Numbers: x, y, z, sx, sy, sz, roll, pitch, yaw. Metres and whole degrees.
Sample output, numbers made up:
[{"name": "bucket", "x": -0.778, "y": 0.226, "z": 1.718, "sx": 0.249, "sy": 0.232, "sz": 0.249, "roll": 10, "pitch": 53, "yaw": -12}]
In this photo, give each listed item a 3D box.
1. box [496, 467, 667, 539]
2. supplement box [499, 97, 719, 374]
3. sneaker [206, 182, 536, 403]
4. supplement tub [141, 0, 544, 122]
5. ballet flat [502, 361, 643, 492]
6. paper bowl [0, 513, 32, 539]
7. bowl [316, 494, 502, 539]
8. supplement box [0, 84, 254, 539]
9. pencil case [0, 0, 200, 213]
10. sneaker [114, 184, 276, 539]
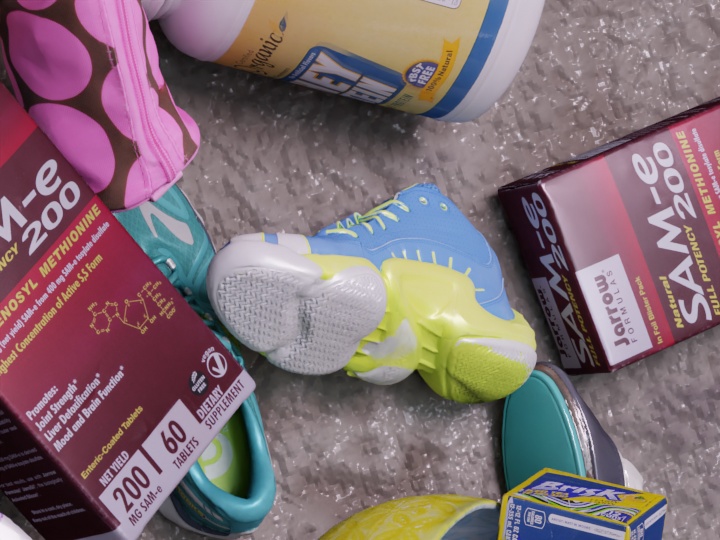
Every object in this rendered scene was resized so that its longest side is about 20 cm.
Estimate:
[{"name": "box", "x": 0.099, "y": 0.205, "z": 1.322, "sx": 0.070, "sy": 0.064, "sz": 0.201, "roll": 12, "pitch": 104, "yaw": 22}, {"name": "supplement box", "x": 0.186, "y": -0.031, "z": 1.423, "sx": 0.199, "sy": 0.061, "sz": 0.109, "roll": -23, "pitch": 94, "yaw": -19}, {"name": "sneaker", "x": 0.000, "y": 0.000, "z": 1.344, "sx": 0.199, "sy": 0.076, "sz": 0.105, "roll": 22, "pitch": 43, "yaw": -37}, {"name": "supplement tub", "x": -0.018, "y": -0.163, "z": 1.324, "sx": 0.199, "sy": 0.145, "sz": 0.145, "roll": 13, "pitch": 82, "yaw": -18}, {"name": "ballet flat", "x": 0.120, "y": 0.146, "z": 1.395, "sx": 0.073, "sy": 0.073, "sz": 0.201, "roll": -7, "pitch": 84, "yaw": -20}, {"name": "paper bowl", "x": -0.222, "y": 0.192, "z": 1.167, "sx": 0.200, "sy": 0.104, "sz": 0.202, "roll": 4, "pitch": 80, "yaw": -21}, {"name": "bowl", "x": -0.005, "y": 0.196, "z": 1.307, "sx": 0.107, "sy": 0.200, "sz": 0.201, "roll": 13, "pitch": 79, "yaw": 24}, {"name": "supplement box", "x": -0.151, "y": 0.019, "z": 1.196, "sx": 0.200, "sy": 0.061, "sz": 0.109, "roll": 50, "pitch": 54, "yaw": -17}, {"name": "pencil case", "x": -0.126, "y": -0.121, "z": 1.217, "sx": 0.091, "sy": 0.093, "sz": 0.201, "roll": -43, "pitch": 137, "yaw": -33}, {"name": "sneaker", "x": -0.085, "y": 0.035, "z": 1.319, "sx": 0.077, "sy": 0.080, "sz": 0.201, "roll": -22, "pitch": 93, "yaw": -20}]
